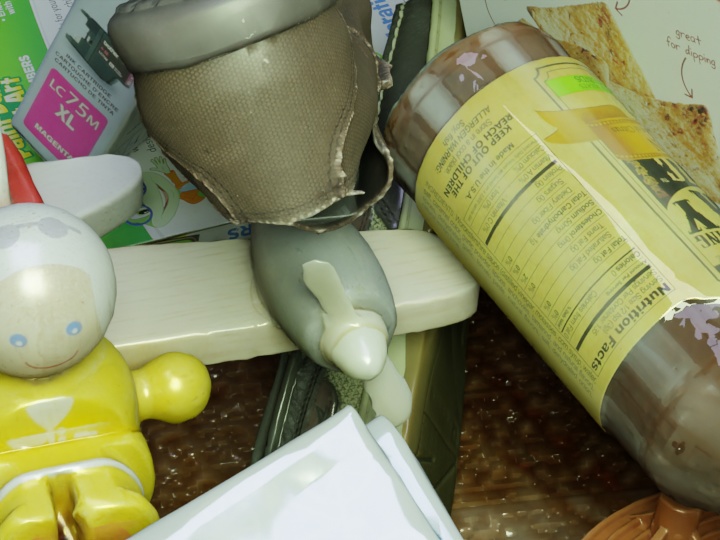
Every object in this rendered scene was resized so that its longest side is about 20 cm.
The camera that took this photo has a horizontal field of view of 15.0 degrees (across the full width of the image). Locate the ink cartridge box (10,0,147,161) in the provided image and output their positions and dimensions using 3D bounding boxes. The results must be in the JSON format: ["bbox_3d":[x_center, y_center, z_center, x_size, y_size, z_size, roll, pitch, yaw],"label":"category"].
[{"bbox_3d":[-0.032,-0.114,0.836,0.042,0.200,0.119,44,54,1],"label":"ink cartridge box"}]

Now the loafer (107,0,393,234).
[{"bbox_3d":[-0.027,-0.042,0.723,0.073,0.071,0.200,-17,4,7],"label":"loafer"}]

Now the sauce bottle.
[{"bbox_3d":[0.084,0.017,0.730,0.065,0.065,0.200,-26,59,-23],"label":"sauce bottle"}]

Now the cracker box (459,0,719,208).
[{"bbox_3d":[0.094,-0.051,0.799,0.058,0.201,0.134,-34,42,-24],"label":"cracker box"}]

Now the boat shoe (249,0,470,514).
[{"bbox_3d":[0.000,0.001,0.838,0.066,0.072,0.202,1,64,13],"label":"boat shoe"}]

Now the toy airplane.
[{"bbox_3d":[-0.090,0.019,0.746,0.199,0.141,0.200,31,60,11],"label":"toy airplane"}]

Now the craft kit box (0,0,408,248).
[{"bbox_3d":[-0.046,-0.072,0.960,0.196,0.049,0.200,-13,44,-14],"label":"craft kit box"}]

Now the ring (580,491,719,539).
[{"bbox_3d":[0.149,0.101,0.714,0.199,0.019,0.201,9,24,-4],"label":"ring"}]

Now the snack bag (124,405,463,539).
[{"bbox_3d":[-0.025,0.154,0.636,0.188,0.021,0.200,-29,67,-10],"label":"snack bag"}]
